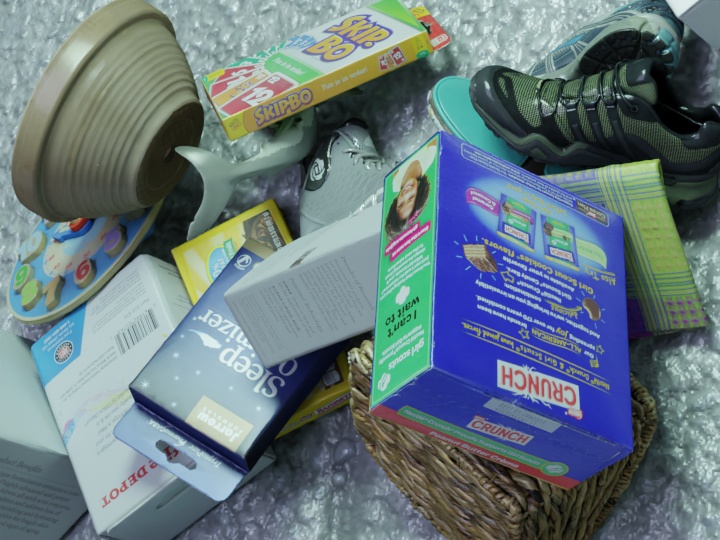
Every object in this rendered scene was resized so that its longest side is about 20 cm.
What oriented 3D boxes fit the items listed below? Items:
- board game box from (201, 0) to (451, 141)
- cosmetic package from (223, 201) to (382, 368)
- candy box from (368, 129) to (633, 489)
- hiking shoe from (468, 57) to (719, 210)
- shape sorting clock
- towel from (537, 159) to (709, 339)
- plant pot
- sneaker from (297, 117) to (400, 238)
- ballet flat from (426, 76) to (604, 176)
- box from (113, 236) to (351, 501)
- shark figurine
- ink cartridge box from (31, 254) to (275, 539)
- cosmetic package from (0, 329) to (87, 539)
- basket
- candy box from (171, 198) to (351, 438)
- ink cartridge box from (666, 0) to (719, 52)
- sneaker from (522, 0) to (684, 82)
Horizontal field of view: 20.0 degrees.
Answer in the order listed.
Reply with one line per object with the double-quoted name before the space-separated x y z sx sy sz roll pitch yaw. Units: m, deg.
"board game box" -0.029 -0.172 1.678 0.199 0.030 0.096 -22 30 -5
"cosmetic package" 0.000 0.000 1.534 0.199 0.102 0.074 -24 101 43
"candy box" 0.098 0.028 1.393 0.077 0.168 0.201 -42 34 42
"hiking shoe" 0.181 -0.124 1.495 0.076 0.199 0.101 -71 0 -52
"shape sorting clock" -0.245 -0.037 1.815 0.200 0.039 0.201 -36 27 22
"towel" 0.153 -0.010 1.520 0.199 0.023 0.144 -8 114 35
"plant pot" -0.194 -0.118 1.702 0.092 0.201 0.202 29 93 15
"sneaker" 0.021 -0.084 1.658 0.199 0.075 0.116 -25 60 28
"ballet flat" 0.131 -0.073 1.555 0.200 0.072 0.072 32 95 16
"box" -0.099 0.078 1.640 0.121 0.032 0.200 29 68 22
"shark figurine" -0.068 -0.094 1.707 0.127 0.215 0.090 3 120 13
"ink cartridge box" -0.178 0.113 1.727 0.144 0.084 0.201 -38 56 19
"cosmetic package" -0.354 0.170 1.781 0.200 0.167 0.167 -46 54 13
"basket" 0.106 0.117 1.511 0.149 0.143 0.200 -35 57 -21
"candy box" -0.080 0.042 1.699 0.102 0.026 0.201 -28 59 4
"ink cartridge box" 0.251 -0.256 1.504 0.084 0.144 0.201 -38 57 20
"sneaker" 0.177 -0.149 1.580 0.199 0.078 0.086 -26 22 42
